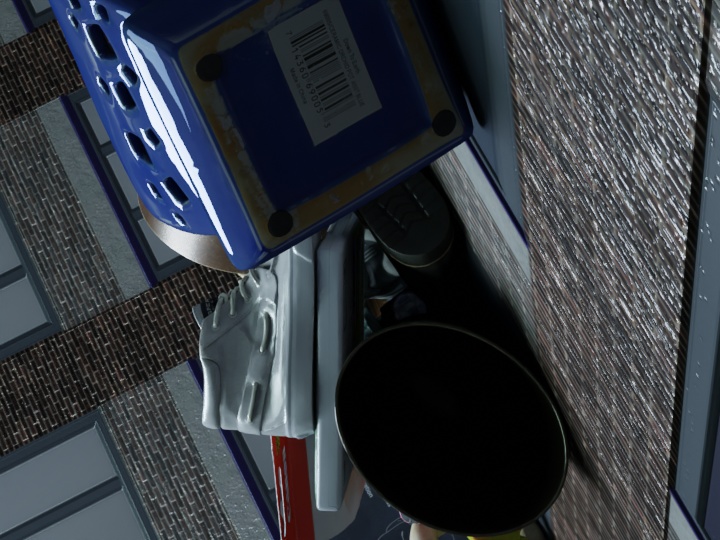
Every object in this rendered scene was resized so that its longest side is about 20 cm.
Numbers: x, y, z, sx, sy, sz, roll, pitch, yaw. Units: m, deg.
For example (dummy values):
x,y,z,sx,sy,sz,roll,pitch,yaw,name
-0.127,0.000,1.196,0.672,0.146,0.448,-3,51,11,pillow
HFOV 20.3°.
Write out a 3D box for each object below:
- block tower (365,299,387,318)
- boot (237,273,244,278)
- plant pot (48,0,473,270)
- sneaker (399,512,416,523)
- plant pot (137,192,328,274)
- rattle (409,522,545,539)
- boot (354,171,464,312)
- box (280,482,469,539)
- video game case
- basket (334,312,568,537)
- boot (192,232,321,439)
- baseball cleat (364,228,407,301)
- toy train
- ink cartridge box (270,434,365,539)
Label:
x,y,z,sx,sy,sz,roll,pitch,yaw,name
-0.017,0.036,1.860,0.200,0.054,0.058,-57,-55,-74,block tower
-0.089,-0.036,1.924,0.200,0.073,0.155,38,-172,27,boot
-0.054,-0.132,1.198,0.180,0.199,0.201,42,158,58,plant pot
0.017,0.150,1.812,0.200,0.078,0.096,51,146,42,sneaker
-0.083,-0.133,1.640,0.201,0.186,0.187,101,148,-44,plant pot
0.110,0.195,1.837,0.200,0.129,0.144,-69,-30,-60,rattle
0.011,-0.063,1.541,0.201,0.077,0.138,63,180,25,boot
0.054,0.269,2.012,0.201,0.196,0.124,60,175,31,box
-0.015,0.061,1.558,0.182,0.022,0.202,-67,-22,-76,video game case
0.060,0.102,1.508,0.180,0.136,0.200,35,-176,-5,basket
-0.078,0.024,1.489,0.074,0.095,0.202,-43,-46,-84,boot
0.000,0.000,1.744,0.070,0.106,0.200,57,176,11,baseball cleat
0.056,0.070,1.705,0.114,0.085,0.200,53,173,10,toy train
-0.032,0.150,1.661,0.200,0.050,0.163,-78,-15,-65,ink cartridge box
